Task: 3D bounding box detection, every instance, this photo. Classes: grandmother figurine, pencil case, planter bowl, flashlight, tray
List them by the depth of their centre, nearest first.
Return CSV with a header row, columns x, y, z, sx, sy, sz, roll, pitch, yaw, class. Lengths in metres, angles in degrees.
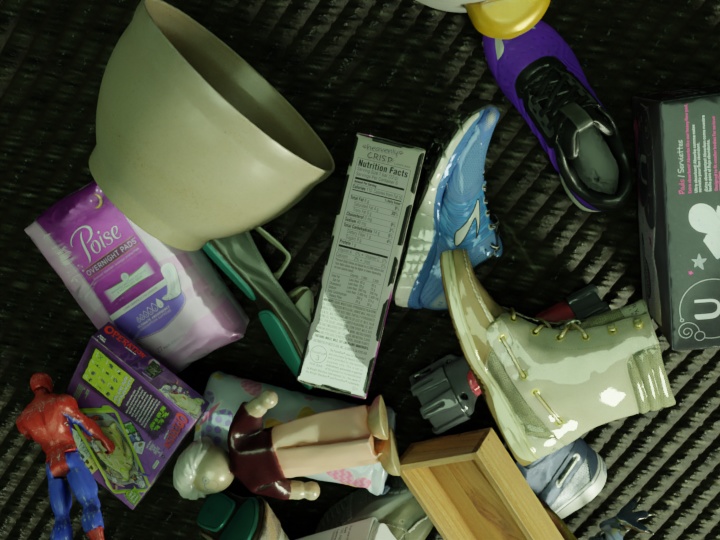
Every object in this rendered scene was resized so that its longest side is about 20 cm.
x,y,z,sx,sy,sz,roll,pitch,yaw,class
-0.137,-0.103,0.670,0.200,0.200,0.135,43,103,-6,planter bowl
-0.071,0.159,0.710,0.198,0.061,0.123,-15,105,8,grandmother figurine
0.124,0.234,0.714,0.098,0.037,0.201,-23,104,45,tray
0.147,0.089,0.763,0.199,0.068,0.068,-31,102,10,flashlight
-0.062,0.156,0.787,0.198,0.091,0.084,12,82,1,pencil case

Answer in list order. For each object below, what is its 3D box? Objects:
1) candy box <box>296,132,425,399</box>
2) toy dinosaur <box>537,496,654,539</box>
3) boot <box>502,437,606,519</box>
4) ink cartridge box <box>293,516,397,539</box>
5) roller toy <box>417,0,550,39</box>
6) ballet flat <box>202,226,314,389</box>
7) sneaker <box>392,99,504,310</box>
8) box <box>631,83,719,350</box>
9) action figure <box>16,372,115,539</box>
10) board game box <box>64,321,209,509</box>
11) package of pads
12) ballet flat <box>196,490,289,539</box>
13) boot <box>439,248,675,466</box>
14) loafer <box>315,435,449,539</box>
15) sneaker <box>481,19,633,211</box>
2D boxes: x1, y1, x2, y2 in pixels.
x,y,z,sx,sy,sz,roll,pitch,yaw,class
0.000,0.000,0.690,0.060,0.136,0.202,14,85,1,candy box
0.231,0.294,0.786,0.199,0.105,0.183,26,137,19,toy dinosaur
0.137,0.223,0.785,0.200,0.073,0.090,-43,114,4,boot
-0.037,0.341,0.791,0.199,0.084,0.145,-24,113,26,ink cartridge box
0.084,-0.300,0.636,0.181,0.140,0.202,19,104,1,roller toy
-0.080,0.020,0.769,0.064,0.067,0.201,-39,101,-18,ballet flat
0.092,-0.055,0.735,0.088,0.079,0.202,13,112,-6,sneaker
0.298,-0.051,0.683,0.113,0.132,0.202,-4,103,9,box
-0.259,0.190,0.748,0.065,0.099,0.202,-24,72,0,action figure
-0.229,0.146,0.778,0.120,0.032,0.200,42,131,3,board game box
-0.205,0.005,0.767,0.120,0.076,0.201,-32,99,9,package of pads
-0.103,0.251,0.769,0.067,0.200,0.068,39,75,-13,ballet flat
0.164,0.051,0.688,0.153,0.072,0.202,-24,97,15,boot
0.047,0.235,0.808,0.199,0.075,0.070,-35,104,21,loafer
0.174,-0.137,0.687,0.069,0.100,0.201,-33,95,11,sneaker
